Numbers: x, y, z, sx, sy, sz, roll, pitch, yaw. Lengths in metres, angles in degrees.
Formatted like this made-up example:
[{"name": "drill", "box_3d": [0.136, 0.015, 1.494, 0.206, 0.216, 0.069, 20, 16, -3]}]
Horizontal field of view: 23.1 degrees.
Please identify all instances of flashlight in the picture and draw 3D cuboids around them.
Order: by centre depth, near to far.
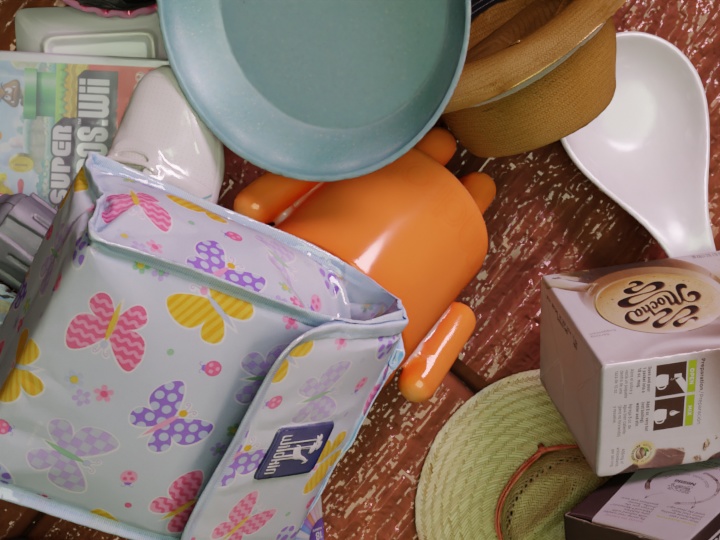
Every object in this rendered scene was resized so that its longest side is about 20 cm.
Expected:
[{"name": "flashlight", "box_3d": [-0.261, -0.063, 1.057, 0.200, 0.068, 0.068, 34, 102, 3]}]

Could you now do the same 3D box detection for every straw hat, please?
[{"name": "straw hat", "box_3d": [0.138, 0.157, 1.124, 0.200, 0.085, 0.202, 0, 93, -5]}]

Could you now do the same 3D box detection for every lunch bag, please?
[{"name": "lunch bag", "box_3d": [-0.089, 0.059, 0.947, 0.199, 0.127, 0.170, 23, 112, -22]}]

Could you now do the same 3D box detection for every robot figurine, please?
[{"name": "robot figurine", "box_3d": [-0.001, -0.001, 1.070, 0.200, 0.116, 0.144, -50, 141, -29]}]

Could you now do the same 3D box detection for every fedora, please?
[{"name": "fedora", "box_3d": [0.099, -0.127, 1.064, 0.200, 0.201, 0.082, -30, 115, -3]}]

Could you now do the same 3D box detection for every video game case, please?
[{"name": "video game case", "box_3d": [-0.208, -0.064, 1.095, 0.199, 0.017, 0.144, 3, 95, 5]}]

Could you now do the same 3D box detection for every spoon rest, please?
[{"name": "spoon rest", "box_3d": [0.192, -0.056, 1.131, 0.099, 0.061, 0.201, -22, 96, -4]}]

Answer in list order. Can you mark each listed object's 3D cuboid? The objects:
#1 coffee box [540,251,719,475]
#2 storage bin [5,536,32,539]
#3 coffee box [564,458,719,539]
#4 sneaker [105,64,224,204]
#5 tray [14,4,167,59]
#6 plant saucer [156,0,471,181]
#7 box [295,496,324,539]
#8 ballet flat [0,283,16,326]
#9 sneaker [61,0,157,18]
[{"name": "coffee box", "box_3d": [0.220, 0.049, 1.060, 0.199, 0.113, 0.080, -7, 119, -10]}, {"name": "storage bin", "box_3d": [-0.242, 0.261, 1.085, 0.134, 0.145, 0.201, -13, 95, -32]}, {"name": "coffee box", "box_3d": [0.209, 0.163, 1.069, 0.080, 0.200, 0.114, 11, 115, 36]}, {"name": "sneaker", "box_3d": [-0.136, -0.026, 1.030, 0.070, 0.080, 0.201, 12, 86, 29]}, {"name": "tray", "box_3d": [-0.160, -0.068, 1.116, 0.107, 0.022, 0.201, -4, 94, -6]}, {"name": "plant saucer", "box_3d": [-0.023, -0.152, 0.994, 0.199, 0.036, 0.201, 7, 107, 25]}, {"name": "box", "box_3d": [-0.074, 0.157, 1.096, 0.048, 0.117, 0.201, -3, 93, 38]}, {"name": "ballet flat", "box_3d": [-0.278, 0.019, 1.065, 0.199, 0.074, 0.075, -5, 95, 17]}, {"name": "sneaker", "box_3d": [-0.099, -0.202, 1.074, 0.199, 0.095, 0.080, -6, 88, -5]}]
